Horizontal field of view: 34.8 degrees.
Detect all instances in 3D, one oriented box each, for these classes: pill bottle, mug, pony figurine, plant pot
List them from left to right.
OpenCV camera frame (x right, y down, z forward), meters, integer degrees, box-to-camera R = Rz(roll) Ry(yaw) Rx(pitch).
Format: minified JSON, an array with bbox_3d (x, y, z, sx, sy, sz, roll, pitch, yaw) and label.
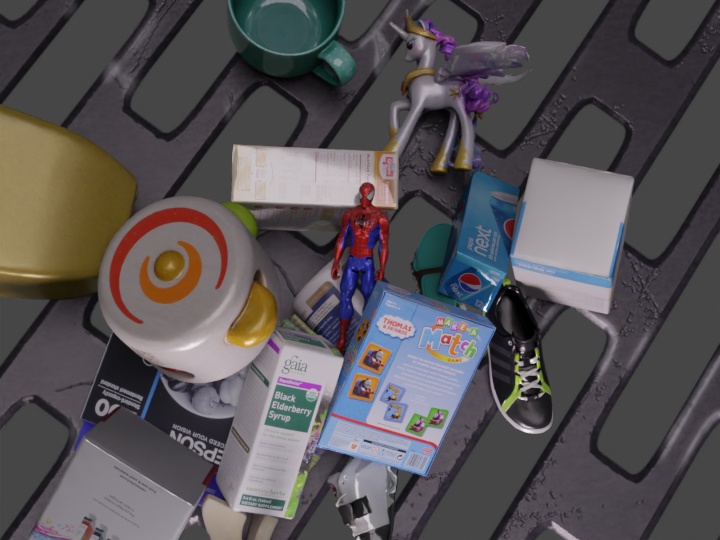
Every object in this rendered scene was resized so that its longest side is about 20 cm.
[{"bbox_3d":[-0.371,-0.063,1.361,0.197,0.195,0.198,13,78,-13],"label":"plant pot"},{"bbox_3d":[-0.094,-0.312,1.473,0.149,0.114,0.188,-9,81,-9],"label":"mug"},{"bbox_3d":[0.018,0.078,1.411,0.111,0.111,0.200,-41,86,-12],"label":"pill bottle"},{"bbox_3d":[0.119,-0.228,1.473,0.190,0.167,0.204,7,85,9],"label":"pony figurine"}]

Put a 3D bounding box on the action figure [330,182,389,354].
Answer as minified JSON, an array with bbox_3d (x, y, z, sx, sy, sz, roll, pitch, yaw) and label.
[{"bbox_3d":[0.000,0.000,1.328,0.064,0.052,0.204,6,95,16],"label":"action figure"}]

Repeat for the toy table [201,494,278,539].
[{"bbox_3d":[-0.120,0.349,1.321,0.198,0.184,0.118,30,91,-26],"label":"toy table"}]

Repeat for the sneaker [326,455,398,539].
[{"bbox_3d":[-0.001,0.283,1.393,0.087,0.074,0.203,8,69,-5],"label":"sneaker"}]

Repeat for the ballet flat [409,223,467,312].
[{"bbox_3d":[0.099,0.021,1.431,0.074,0.065,0.201,-7,35,11],"label":"ballet flat"}]

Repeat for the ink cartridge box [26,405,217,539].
[{"bbox_3d":[-0.279,0.287,1.291,0.143,0.145,0.202,32,98,-1],"label":"ink cartridge box"}]

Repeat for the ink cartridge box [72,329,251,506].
[{"bbox_3d":[-0.226,0.167,1.369,0.195,0.043,0.203,21,97,-1],"label":"ink cartridge box"}]

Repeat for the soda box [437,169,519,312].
[{"bbox_3d":[0.148,-0.041,1.416,0.067,0.065,0.201,22,36,-3],"label":"soda box"}]

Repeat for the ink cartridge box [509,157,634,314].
[{"bbox_3d":[0.263,-0.035,1.429,0.123,0.200,0.131,13,77,13],"label":"ink cartridge box"}]

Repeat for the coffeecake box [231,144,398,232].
[{"bbox_3d":[-0.060,-0.097,1.414,0.196,0.154,0.074,2,80,-7],"label":"coffeecake box"}]

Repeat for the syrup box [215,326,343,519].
[{"bbox_3d":[-0.094,0.171,1.317,0.078,0.081,0.203,14,100,-26],"label":"syrup box"}]

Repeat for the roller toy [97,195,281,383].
[{"bbox_3d":[-0.188,0.021,1.262,0.180,0.140,0.202,-24,63,4],"label":"roller toy"}]

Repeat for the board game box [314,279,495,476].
[{"bbox_3d":[0.048,0.127,1.324,0.149,0.037,0.202,18,106,-22],"label":"board game box"}]

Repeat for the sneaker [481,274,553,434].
[{"bbox_3d":[0.195,0.107,1.441,0.071,0.083,0.203,-15,81,-9],"label":"sneaker"}]

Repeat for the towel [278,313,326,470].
[{"bbox_3d":[-0.096,0.173,1.391,0.143,0.023,0.201,42,99,6],"label":"towel"}]
